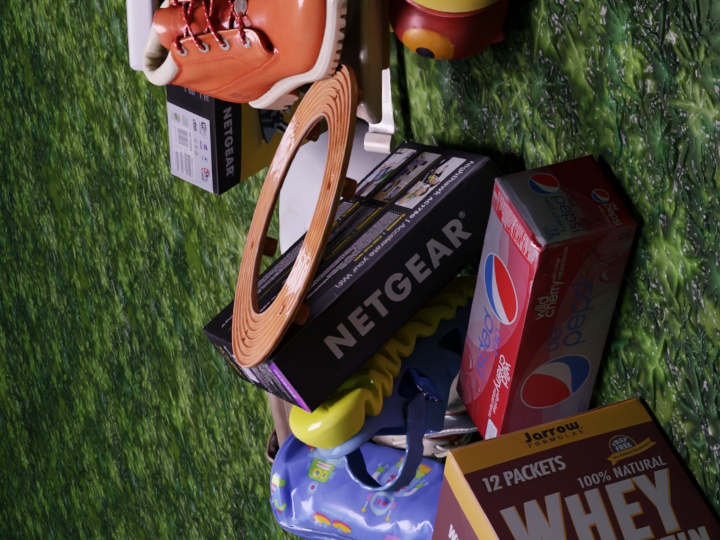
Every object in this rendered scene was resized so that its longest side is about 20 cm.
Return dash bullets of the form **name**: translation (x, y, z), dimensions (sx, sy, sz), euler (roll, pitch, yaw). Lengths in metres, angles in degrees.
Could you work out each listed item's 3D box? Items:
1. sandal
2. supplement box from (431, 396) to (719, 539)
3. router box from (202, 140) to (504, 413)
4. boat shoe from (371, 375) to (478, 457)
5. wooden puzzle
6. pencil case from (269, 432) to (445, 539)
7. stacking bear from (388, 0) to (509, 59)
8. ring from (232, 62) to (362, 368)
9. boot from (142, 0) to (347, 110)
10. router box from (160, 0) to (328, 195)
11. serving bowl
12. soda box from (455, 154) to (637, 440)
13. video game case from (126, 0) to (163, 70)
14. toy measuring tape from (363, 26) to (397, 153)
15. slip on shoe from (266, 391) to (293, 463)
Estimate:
- **sandal**: translation (0.030, 0.076, 1.596), dimensions (0.079, 0.200, 0.087), euler (-10, 118, 46)
- **supplement box**: translation (0.139, 0.226, 1.451), dimensions (0.201, 0.132, 0.198), euler (97, 152, -46)
- **router box**: translation (0.000, 0.000, 1.588), dimensions (0.051, 0.200, 0.149), euler (51, 169, -19)
- **boat shoe**: translation (0.050, 0.103, 1.709), dimensions (0.200, 0.071, 0.063), euler (-3, 112, 65)
- **wooden puzzle**: translation (-0.019, -0.203, 1.561), dimensions (0.200, 0.037, 0.186), euler (-146, 54, -64)
- **pencil case**: translation (0.023, 0.172, 1.696), dimensions (0.199, 0.087, 0.078), euler (14, 135, 37)
- **stacking bear**: translation (0.056, -0.200, 1.438), dimensions (0.200, 0.121, 0.114), euler (92, -166, -62)
- **ring**: translation (-0.038, -0.033, 1.494), dimensions (0.200, 0.019, 0.202), euler (-163, 90, -75)
- **boot**: translation (-0.072, -0.155, 1.507), dimensions (0.200, 0.107, 0.076), euler (142, 132, -62)
- **router box**: translation (-0.071, -0.177, 1.717), dimensions (0.052, 0.157, 0.201), euler (25, 131, 33)
- **serving bowl**: translation (-0.016, -0.014, 1.820), dimensions (0.200, 0.065, 0.201), euler (167, 90, -70)
- **soda box**: translation (0.113, 0.025, 1.480), dimensions (0.201, 0.070, 0.064), euler (98, 152, -47)
- **video game case**: translation (-0.137, -0.272, 1.700), dimensions (0.182, 0.023, 0.201), euler (-71, -15, -57)
- **toy measuring tape**: translation (-0.002, -0.170, 1.656), dimensions (0.074, 0.073, 0.201), euler (-141, 44, -60)
- **slip on shoe**: translation (-0.042, 0.139, 1.840), dimensions (0.201, 0.060, 0.076), euler (89, -177, -48)
